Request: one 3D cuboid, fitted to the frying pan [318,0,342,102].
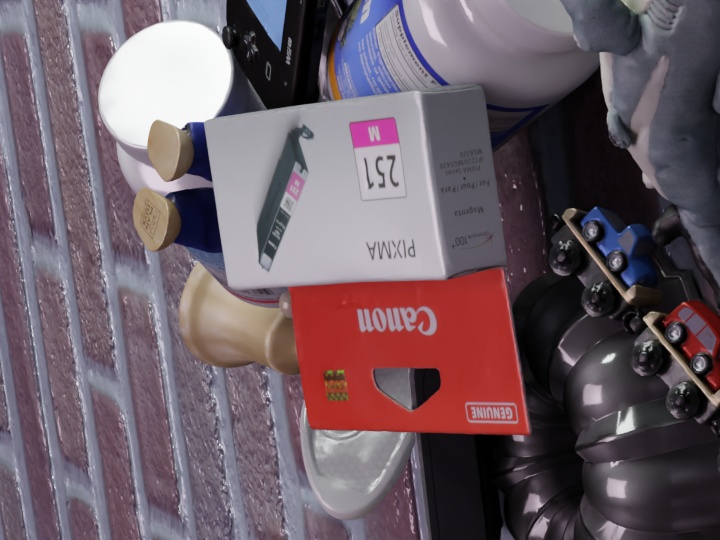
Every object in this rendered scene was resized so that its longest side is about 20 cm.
[{"bbox_3d":[-0.016,-0.094,1.814,0.115,0.031,0.190,106,149,-52],"label":"frying pan"}]

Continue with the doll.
[{"bbox_3d":[-0.026,-0.036,1.629,0.048,0.200,0.137,37,120,56],"label":"doll"}]

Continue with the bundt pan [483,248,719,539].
[{"bbox_3d":[0.122,0.090,1.488,0.202,0.076,0.202,168,90,-69],"label":"bundt pan"}]

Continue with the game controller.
[{"bbox_3d":[-0.040,-0.178,1.541,0.104,0.042,0.200,-111,22,-50],"label":"game controller"}]

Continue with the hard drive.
[{"bbox_3d":[0.054,0.099,1.609,0.200,0.033,0.140,-61,-36,-82],"label":"hard drive"}]

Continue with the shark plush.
[{"bbox_3d":[0.151,-0.076,1.353,0.083,0.091,0.200,2,99,37],"label":"shark plush"}]

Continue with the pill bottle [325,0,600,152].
[{"bbox_3d":[0.063,-0.126,1.480,0.200,0.112,0.112,141,116,-66],"label":"pill bottle"}]

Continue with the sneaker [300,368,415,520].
[{"bbox_3d":[0.009,0.076,1.710,0.099,0.071,0.200,78,-167,-52],"label":"sneaker"}]

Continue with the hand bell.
[{"bbox_3d":[-0.015,0.055,1.838,0.200,0.104,0.104,34,132,44],"label":"hand bell"}]

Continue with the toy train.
[{"bbox_3d":[0.155,0.039,1.383,0.046,0.034,0.200,-48,63,19],"label":"toy train"}]

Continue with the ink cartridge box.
[{"bbox_3d":[0.000,0.000,1.486,0.200,0.043,0.174,-3,96,55],"label":"ink cartridge box"}]

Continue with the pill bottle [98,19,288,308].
[{"bbox_3d":[-0.075,-0.063,1.709,0.109,0.109,0.200,66,-172,30],"label":"pill bottle"}]
